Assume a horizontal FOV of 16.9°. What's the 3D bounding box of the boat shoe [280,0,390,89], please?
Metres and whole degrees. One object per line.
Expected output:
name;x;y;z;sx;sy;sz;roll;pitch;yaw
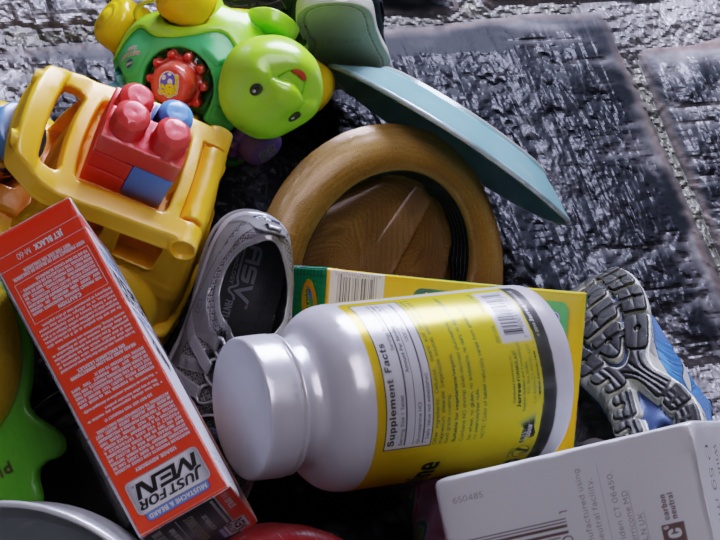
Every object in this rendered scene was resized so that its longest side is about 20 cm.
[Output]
boat shoe;-0.019;-0.179;1.676;0.074;0.199;0.066;-3;76;4

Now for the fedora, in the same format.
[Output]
fedora;0.000;0.000;1.621;0.200;0.082;0.201;-1;93;-28

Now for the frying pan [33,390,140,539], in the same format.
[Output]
frying pan;-0.169;0.158;1.500;0.115;0.031;0.190;18;60;-10

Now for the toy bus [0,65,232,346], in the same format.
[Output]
toy bus;-0.181;-0.062;1.537;0.200;0.192;0.136;21;55;-8

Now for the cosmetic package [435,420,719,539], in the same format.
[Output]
cosmetic package;0.168;0.185;1.451;0.200;0.165;0.165;6;71;-66

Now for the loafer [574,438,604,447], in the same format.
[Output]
loafer;0.174;0.207;1.597;0.071;0.073;0.200;-17;58;-26

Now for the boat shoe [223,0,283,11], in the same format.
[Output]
boat shoe;-0.084;-0.202;1.719;0.200;0.076;0.072;17;26;-52

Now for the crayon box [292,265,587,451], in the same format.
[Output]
crayon box;0.047;0.064;1.566;0.200;0.058;0.119;6;89;-28

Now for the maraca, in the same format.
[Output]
maraca;-0.259;0.066;1.474;0.137;0.107;0.200;-27;83;8

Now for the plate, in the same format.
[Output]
plate;0.066;-0.094;1.672;0.200;0.200;0.026;33;89;-1

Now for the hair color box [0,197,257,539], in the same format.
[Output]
hair color box;-0.139;0.067;1.421;0.064;0.111;0.200;-28;73;-3

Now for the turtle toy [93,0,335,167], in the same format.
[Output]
turtle toy;-0.095;-0.123;1.618;0.146;0.200;0.101;34;61;-28

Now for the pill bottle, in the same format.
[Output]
pill bottle;0.018;0.072;1.455;0.200;0.112;0.113;-5;62;-26

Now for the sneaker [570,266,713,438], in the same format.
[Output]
sneaker;0.194;0.083;1.683;0.078;0.089;0.200;-29;49;9

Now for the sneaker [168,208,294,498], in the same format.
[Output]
sneaker;-0.085;0.059;1.497;0.075;0.082;0.200;8;87;-11

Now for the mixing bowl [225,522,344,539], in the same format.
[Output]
mixing bowl;-0.047;0.229;1.459;0.200;0.108;0.200;11;55;-16

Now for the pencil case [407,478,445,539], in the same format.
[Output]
pencil case;0.073;0.226;1.528;0.087;0.087;0.200;9;57;-18

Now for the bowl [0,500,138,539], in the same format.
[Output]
bowl;-0.175;0.213;1.388;0.201;0.201;0.090;37;21;3
